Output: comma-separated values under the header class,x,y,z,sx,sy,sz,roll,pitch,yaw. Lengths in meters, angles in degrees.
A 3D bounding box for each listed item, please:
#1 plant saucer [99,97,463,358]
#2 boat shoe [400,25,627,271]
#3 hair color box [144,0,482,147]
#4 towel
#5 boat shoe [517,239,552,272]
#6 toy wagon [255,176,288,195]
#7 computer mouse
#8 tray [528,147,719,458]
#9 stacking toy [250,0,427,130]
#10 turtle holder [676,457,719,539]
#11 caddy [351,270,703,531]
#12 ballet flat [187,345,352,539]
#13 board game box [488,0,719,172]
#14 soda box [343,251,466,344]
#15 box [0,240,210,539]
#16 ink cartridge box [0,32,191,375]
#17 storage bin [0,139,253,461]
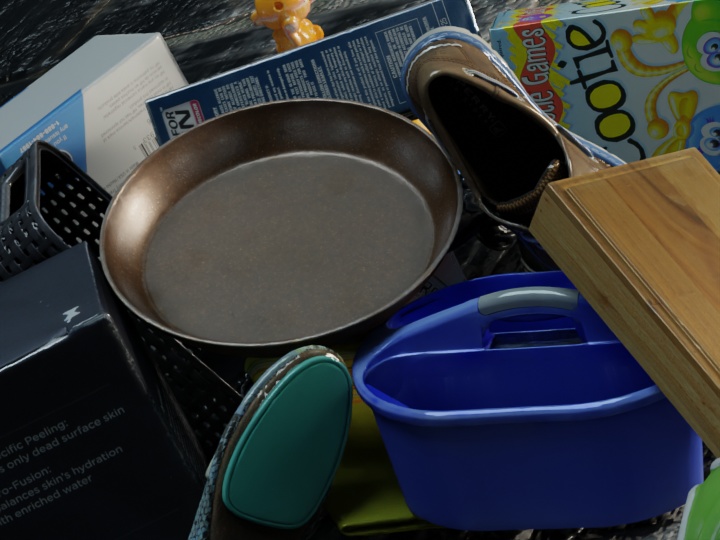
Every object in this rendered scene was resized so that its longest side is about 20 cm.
class,x,y,z,sx,sy,sz,roll,pitch,yaw
plant saucer,-0.042,-0.019,1.459,0.200,0.035,0.201,-6,42,5
boat shoe,0.096,-0.043,1.435,0.072,0.200,0.072,-47,10,17
hair color box,-0.023,-0.104,1.609,0.200,0.061,0.100,-19,-1,2
towel,0.001,0.093,1.483,0.086,0.018,0.200,-6,27,-16
boat shoe,0.149,-0.009,1.538,0.071,0.064,0.200,-38,26,-22
toy wagon,-0.019,-0.052,1.614,0.200,0.040,0.155,-20,2,-19
computer mouse,0.000,0.000,1.525,0.200,0.046,0.140,-20,13,-10
tray,0.180,0.024,1.311,0.098,0.037,0.200,-14,50,-32
stacking toy,-0.017,-0.103,1.728,0.116,0.200,0.110,-22,25,14
turtle holder,0.218,0.114,1.136,0.185,0.141,0.132,-38,8,-2
caddy,0.096,0.055,1.379,0.200,0.105,0.141,-4,28,20
ballet flat,-0.063,0.131,1.382,0.074,0.074,0.200,10,77,54
board game box,0.183,-0.111,1.570,0.199,0.105,0.103,-8,10,8
soda box,-0.021,0.021,1.646,0.200,0.068,0.064,2,37,46
box,-0.185,0.125,1.451,0.196,0.200,0.117,-26,24,1
ink cartridge box,-0.154,-0.031,1.730,0.145,0.200,0.084,-40,25,-27
storage bin,-0.149,0.036,1.567,0.094,0.200,0.135,-42,22,12
